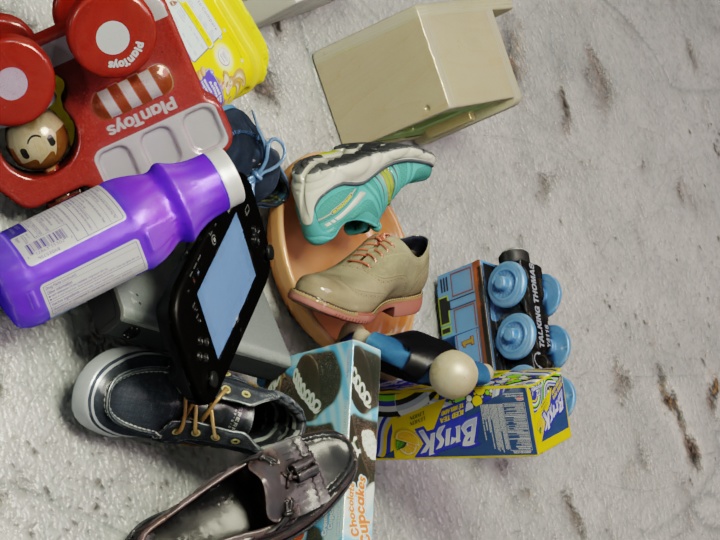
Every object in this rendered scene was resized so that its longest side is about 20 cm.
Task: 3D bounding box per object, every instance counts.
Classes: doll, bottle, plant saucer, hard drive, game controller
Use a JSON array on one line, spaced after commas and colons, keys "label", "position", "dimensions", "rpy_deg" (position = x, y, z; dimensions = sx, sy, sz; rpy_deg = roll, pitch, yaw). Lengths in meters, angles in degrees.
[{"label": "doll", "position": [0.049, 0.076, 1.746], "dimensions": [0.136, 0.200, 0.049], "rpy_deg": [16, 87, -20]}, {"label": "bottle", "position": [-0.183, -0.029, 1.546], "dimensions": [0.199, 0.083, 0.066], "rpy_deg": [-28, 122, -16]}, {"label": "plant saucer", "position": [-0.022, -0.008, 1.895], "dimensions": [0.200, 0.037, 0.201], "rpy_deg": [29, 51, -44]}, {"label": "hard drive", "position": [-0.150, 0.010, 1.673], "dimensions": [0.200, 0.033, 0.140], "rpy_deg": [20, 38, -50]}, {"label": "game controller", "position": [-0.111, 0.011, 1.609], "dimensions": [0.200, 0.042, 0.105], "rpy_deg": [-70, 160, -51]}]

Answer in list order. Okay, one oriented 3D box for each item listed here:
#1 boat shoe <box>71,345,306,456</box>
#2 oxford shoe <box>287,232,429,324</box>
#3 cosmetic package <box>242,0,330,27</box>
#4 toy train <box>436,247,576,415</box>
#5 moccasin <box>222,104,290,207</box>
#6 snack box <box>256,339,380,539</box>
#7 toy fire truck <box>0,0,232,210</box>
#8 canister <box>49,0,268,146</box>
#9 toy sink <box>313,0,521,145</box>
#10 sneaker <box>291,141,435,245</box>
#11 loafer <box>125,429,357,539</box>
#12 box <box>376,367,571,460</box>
[{"label": "boat shoe", "position": [-0.129, 0.104, 1.617], "dimensions": [0.200, 0.091, 0.071], "rpy_deg": [8, 95, -54]}, {"label": "oxford shoe", "position": [0.000, 0.000, 1.805], "dimensions": [0.200, 0.070, 0.075], "rpy_deg": [-11, 121, -64]}, {"label": "cosmetic package", "position": [-0.063, -0.281, 1.917], "dimensions": [0.200, 0.107, 0.085], "rpy_deg": [-32, 99, -58]}, {"label": "toy train", "position": [0.140, 0.079, 2.009], "dimensions": [0.086, 0.114, 0.201], "rpy_deg": [18, 58, -46]}, {"label": "moccasin", "position": [-0.093, -0.092, 1.735], "dimensions": [0.068, 0.081, 0.200], "rpy_deg": [38, 8, 9]}, {"label": "snack box", "position": [-0.040, 0.165, 1.681], "dimensions": [0.037, 0.116, 0.201], "rpy_deg": [20, 64, -41]}, {"label": "toy fire truck", "position": [-0.213, -0.124, 1.566], "dimensions": [0.169, 0.199, 0.112], "rpy_deg": [66, -7, -21]}, {"label": "canister", "position": [-0.174, -0.171, 1.722], "dimensions": [0.149, 0.086, 0.200], "rpy_deg": [58, 37, -17]}, {"label": "toy sink", "position": [0.071, -0.191, 2.041], "dimensions": [0.200, 0.130, 0.113], "rpy_deg": [-17, 87, -57]}, {"label": "sneaker", "position": [-0.001, -0.073, 1.882], "dimensions": [0.200, 0.077, 0.080], "rpy_deg": [-22, 112, -54]}, {"label": "loafer", "position": [-0.086, 0.180, 1.580], "dimensions": [0.199, 0.063, 0.072], "rpy_deg": [-27, 79, -15]}, {"label": "box", "position": [0.079, 0.127, 1.814], "dimensions": [0.070, 0.199, 0.065], "rpy_deg": [-20, 103, -56]}]
